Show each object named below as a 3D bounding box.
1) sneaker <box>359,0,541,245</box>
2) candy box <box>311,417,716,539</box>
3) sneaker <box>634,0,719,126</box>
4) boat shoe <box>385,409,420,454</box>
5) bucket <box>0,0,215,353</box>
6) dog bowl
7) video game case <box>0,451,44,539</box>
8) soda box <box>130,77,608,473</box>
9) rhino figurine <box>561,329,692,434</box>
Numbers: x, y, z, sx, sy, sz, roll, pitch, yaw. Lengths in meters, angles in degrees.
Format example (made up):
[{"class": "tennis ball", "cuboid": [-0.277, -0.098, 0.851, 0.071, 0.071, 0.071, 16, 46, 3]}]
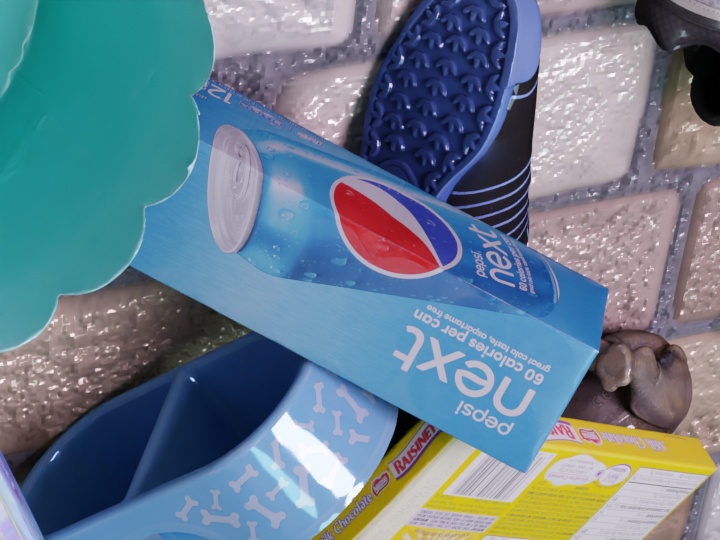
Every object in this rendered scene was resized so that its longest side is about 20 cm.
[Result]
[{"class": "sneaker", "cuboid": [0.044, -0.042, 1.007, 0.078, 0.070, 0.201, -11, 129, -48]}, {"class": "candy box", "cuboid": [0.075, 0.109, 1.060, 0.199, 0.026, 0.102, 13, 131, -47]}, {"class": "sneaker", "cuboid": [0.194, -0.093, 1.029, 0.087, 0.074, 0.200, -44, 128, 12]}, {"class": "boat shoe", "cuboid": [0.004, 0.111, 1.104, 0.202, 0.075, 0.075, -28, 167, 16]}, {"class": "bucket", "cuboid": [-0.165, -0.080, 0.784, 0.206, 0.135, 0.208, -13, 118, -25]}, {"class": "dog bowl", "cuboid": [-0.076, 0.087, 0.994, 0.199, 0.112, 0.050, -25, 119, 32]}, {"class": "video game case", "cuboid": [-0.246, 0.076, 0.915, 0.180, 0.045, 0.201, -25, 110, -5]}, {"class": "soda box", "cuboid": [0.000, 0.000, 0.944, 0.199, 0.064, 0.068, 27, 116, -3]}, {"class": "rhino figurine", "cuboid": [0.098, 0.106, 1.153, 0.087, 0.060, 0.200, 4, 129, -46]}]
